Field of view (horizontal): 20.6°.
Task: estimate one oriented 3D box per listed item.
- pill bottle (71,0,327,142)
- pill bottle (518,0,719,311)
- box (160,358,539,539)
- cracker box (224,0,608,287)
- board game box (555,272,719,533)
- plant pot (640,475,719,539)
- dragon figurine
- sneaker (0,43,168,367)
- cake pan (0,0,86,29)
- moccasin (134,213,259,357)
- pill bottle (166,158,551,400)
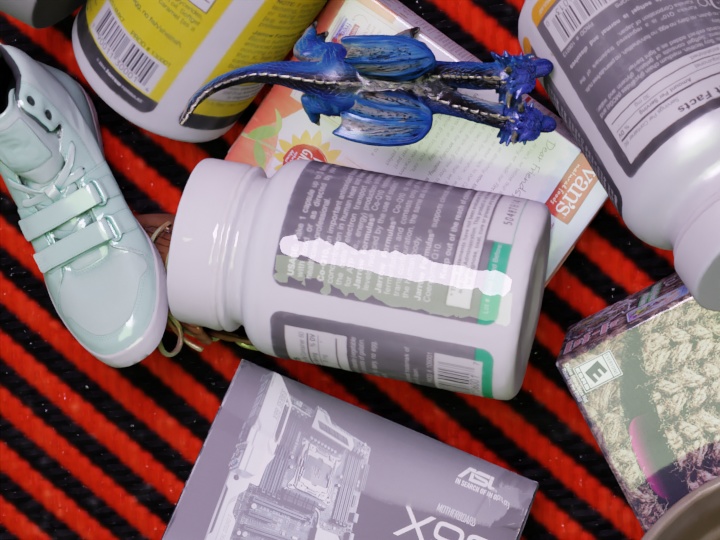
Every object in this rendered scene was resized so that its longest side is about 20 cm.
[{"bbox_3d":[-0.070,-0.177,1.114,0.114,0.114,0.200,42,125,1],"label":"pill bottle"},{"bbox_3d":[0.176,-0.084,1.074,0.116,0.116,0.201,-35,60,14],"label":"pill bottle"},{"bbox_3d":[-0.012,0.165,1.196,0.199,0.050,0.158,23,76,6],"label":"box"},{"bbox_3d":[0.039,-0.063,1.174,0.200,0.058,0.134,37,105,3],"label":"cracker box"},{"bbox_3d":[0.238,0.068,1.141,0.199,0.097,0.160,-28,94,14],"label":"board game box"},{"bbox_3d":[0.248,0.227,1.056,0.199,0.201,0.174,-14,136,12],"label":"plant pot"},{"bbox_3d":[0.008,-0.101,1.073,0.199,0.099,0.059,0,102,-20],"label":"dragon figurine"},{"bbox_3d":[-0.183,-0.040,1.147,0.074,0.118,0.201,-29,67,13],"label":"sneaker"},{"bbox_3d":[-0.140,-0.212,1.105,0.037,0.200,0.200,41,104,0],"label":"cake pan"},{"bbox_3d":[-0.092,0.014,1.199,0.200,0.078,0.074,17,103,8],"label":"moccasin"},{"bbox_3d":[0.000,0.000,1.106,0.199,0.113,0.114,11,102,10],"label":"pill bottle"}]
